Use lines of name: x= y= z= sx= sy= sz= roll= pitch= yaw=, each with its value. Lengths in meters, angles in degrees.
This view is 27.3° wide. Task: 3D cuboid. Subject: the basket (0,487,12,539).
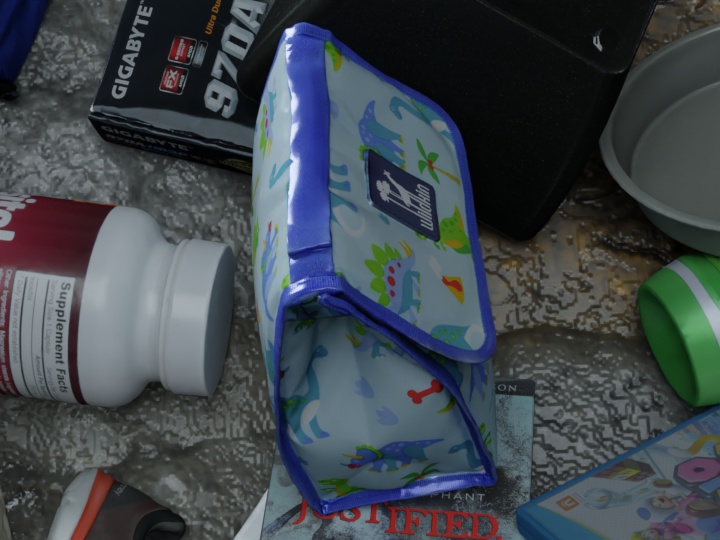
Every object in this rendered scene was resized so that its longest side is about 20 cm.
basket: x=-0.287 y=0.155 z=0.787 sx=0.199 sy=0.123 sz=0.136 roll=-16 pitch=74 yaw=-1

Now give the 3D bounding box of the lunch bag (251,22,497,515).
lunch bag: x=0.000 y=0.000 z=0.750 sx=0.127 sy=0.200 sz=0.170 roll=-13 pitch=51 yaw=10

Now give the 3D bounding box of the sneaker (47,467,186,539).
sneaker: x=-0.142 y=0.199 z=0.775 sx=0.082 sy=0.077 sz=0.200 roll=18 pitch=59 yaw=-3

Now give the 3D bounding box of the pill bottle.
pill bottle: x=-0.175 y=0.015 z=0.828 sx=0.199 sy=0.113 sz=0.113 roll=7 pitch=74 yaw=4

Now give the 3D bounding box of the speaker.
speaker: x=0.259 y=0.004 z=0.820 sx=0.199 sy=0.088 sz=0.089 roll=-22 pitch=74 yaw=-5

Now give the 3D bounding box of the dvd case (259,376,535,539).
dvd case: x=0.018 y=0.140 z=0.791 sx=0.145 sy=0.022 sz=0.200 roll=4 pitch=51 yaw=5

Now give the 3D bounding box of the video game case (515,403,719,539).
video game case: x=0.200 y=0.118 z=0.753 sx=0.200 sy=0.018 sz=0.143 roll=-23 pitch=31 yaw=-21

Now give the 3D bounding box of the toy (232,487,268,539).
toy: x=-0.041 y=0.201 z=0.799 sx=0.115 sy=0.047 sz=0.200 roll=32 pitch=78 yaw=10

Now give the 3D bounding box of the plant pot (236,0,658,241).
plant pot: x=0.075 y=-0.163 z=0.803 sx=0.199 sy=0.177 sz=0.200 roll=28 pitch=72 yaw=-8

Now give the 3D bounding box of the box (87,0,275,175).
box: x=-0.059 y=-0.158 z=0.906 sx=0.158 sy=0.046 sz=0.201 roll=14 pitch=75 yaw=6

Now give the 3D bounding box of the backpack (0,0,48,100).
backpack: x=-0.275 y=-0.217 z=0.856 sx=0.162 sy=0.200 sz=0.168 roll=10 pitch=74 yaw=7

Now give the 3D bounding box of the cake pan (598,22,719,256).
cake pan: x=0.234 y=-0.074 z=0.823 sx=0.200 sy=0.037 sz=0.201 roll=-11 pitch=40 yaw=9
